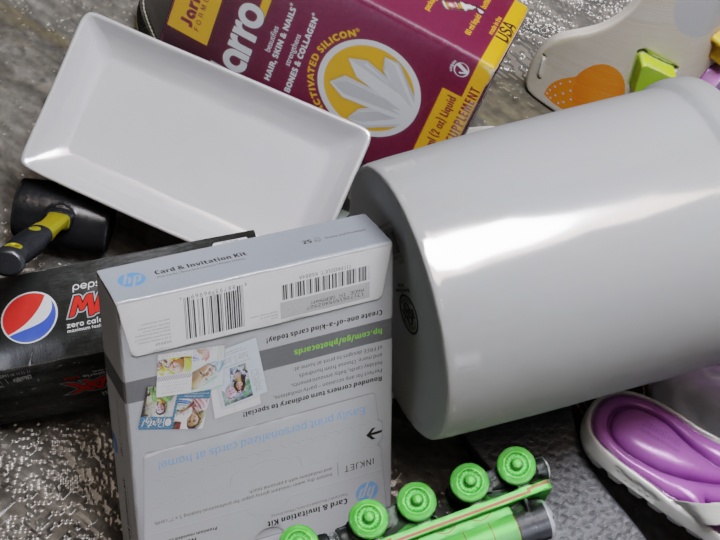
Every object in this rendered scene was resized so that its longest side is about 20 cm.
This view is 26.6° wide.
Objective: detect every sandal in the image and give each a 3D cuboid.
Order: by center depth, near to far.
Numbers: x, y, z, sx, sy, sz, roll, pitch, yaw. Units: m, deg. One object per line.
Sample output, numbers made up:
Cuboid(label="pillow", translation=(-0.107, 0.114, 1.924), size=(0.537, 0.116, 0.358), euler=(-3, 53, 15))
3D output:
Cuboid(label="sandal", translation=(0.225, 0.127, 0.901), size=(0.201, 0.050, 0.083), euler=(22, 51, 11))
Cuboid(label="sandal", translation=(0.109, 0.123, 0.950), size=(0.076, 0.043, 0.201), euler=(-21, 72, -15))

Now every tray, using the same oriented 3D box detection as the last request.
Cuboid(label="tray", translation=(-0.101, -0.074, 0.945), size=(0.199, 0.022, 0.108), euler=(24, 90, 7))

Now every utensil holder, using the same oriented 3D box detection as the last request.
Cuboid(label="utensil holder", translation=(0.112, -0.005, 0.861), size=(0.199, 0.170, 0.171), euler=(-15, 63, -14))

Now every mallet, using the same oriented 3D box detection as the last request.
Cuboid(label="mallet", translation=(-0.197, -0.024, 0.895), size=(0.065, 0.200, 0.041), euler=(12, 99, 4))

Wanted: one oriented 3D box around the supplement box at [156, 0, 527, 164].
Cuboid(label="supplement box", translation=(-0.012, -0.150, 0.949), size=(0.199, 0.111, 0.086), euler=(28, 41, 2))

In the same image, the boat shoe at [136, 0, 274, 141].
Cuboid(label="boat shoe", translation=(-0.096, -0.140, 1.028), size=(0.071, 0.066, 0.201), euler=(-24, 55, -15))

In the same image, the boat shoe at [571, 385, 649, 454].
Cuboid(label="boat shoe", translation=(0.141, 0.024, 0.998), size=(0.070, 0.070, 0.201), euler=(-9, 63, -22))

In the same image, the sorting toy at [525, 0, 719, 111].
Cuboid(label="sorting toy", translation=(0.243, -0.190, 1.086), size=(0.199, 0.180, 0.107), euler=(-29, 68, -26))

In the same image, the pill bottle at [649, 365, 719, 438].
Cuboid(label="pill bottle", translation=(0.282, 0.030, 1.000), size=(0.111, 0.112, 0.200), euler=(35, 57, 10))

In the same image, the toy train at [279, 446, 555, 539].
Cuboid(label="toy train", translation=(0.018, 0.153, 0.840), size=(0.199, 0.042, 0.057), euler=(-18, 67, -10))

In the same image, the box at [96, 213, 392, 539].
Cuboid(label="box", translation=(-0.059, 0.079, 0.843), size=(0.155, 0.201, 0.041), euler=(-13, 31, -20))

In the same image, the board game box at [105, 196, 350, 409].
Cuboid(label="board game box", translation=(-0.061, 0.037, 0.932), size=(0.200, 0.024, 0.105), euler=(-38, 64, -15))

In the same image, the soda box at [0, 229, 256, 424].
Cuboid(label="soda box", translation=(-0.148, 0.036, 0.889), size=(0.198, 0.071, 0.064), euler=(-10, 60, 2))

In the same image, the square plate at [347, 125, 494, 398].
Cuboid(label="square plate", translation=(0.000, 0.000, 0.978), size=(0.196, 0.029, 0.201), euler=(-4, 58, 4))
